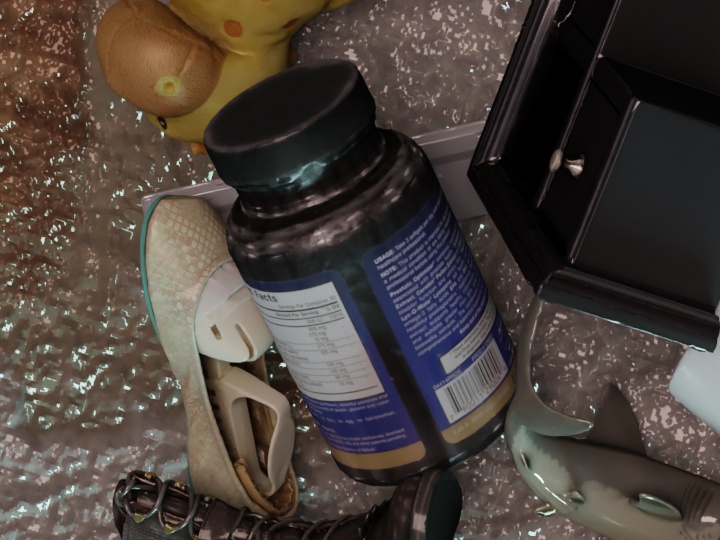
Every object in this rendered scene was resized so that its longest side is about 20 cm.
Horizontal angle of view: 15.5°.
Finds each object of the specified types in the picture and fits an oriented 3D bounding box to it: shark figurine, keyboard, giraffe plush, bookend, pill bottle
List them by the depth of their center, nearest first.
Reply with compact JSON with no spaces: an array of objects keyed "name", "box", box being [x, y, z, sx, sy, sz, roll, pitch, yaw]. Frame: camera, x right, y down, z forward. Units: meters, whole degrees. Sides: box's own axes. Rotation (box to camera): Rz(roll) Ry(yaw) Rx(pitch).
[{"name":"bookend","box":[0.141,-0.093,1.274,0.092,0.200,0.199,17,106,-13]},{"name":"pill bottle","box":[0.000,0.000,1.337,0.111,0.112,0.201,-19,115,13]},{"name":"shark figurine","box":[0.120,0.087,1.349,0.128,0.214,0.090,-19,49,40]},{"name":"keyboard","box":[-0.013,-0.036,1.393,0.199,0.011,0.056,-13,128,-2]},{"name":"giraffe plush","box":[-0.077,-0.141,1.393,0.199,0.173,0.163,21,109,-22]}]

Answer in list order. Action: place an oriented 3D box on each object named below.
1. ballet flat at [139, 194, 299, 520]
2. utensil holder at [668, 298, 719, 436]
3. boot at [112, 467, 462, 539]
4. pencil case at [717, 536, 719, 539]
[{"name":"ballet flat","box":[-0.065,0.047,1.383,0.062,0.067,0.201,15,130,33]},{"name":"utensil holder","box":[0.273,0.060,1.283,0.200,0.170,0.170,38,99,13]},{"name":"boot","box":[-0.046,0.143,1.358,0.173,0.200,0.069,20,53,3]},{"name":"pencil case","box":[0.192,0.223,1.316,0.087,0.078,0.201,6,106,-25]}]
